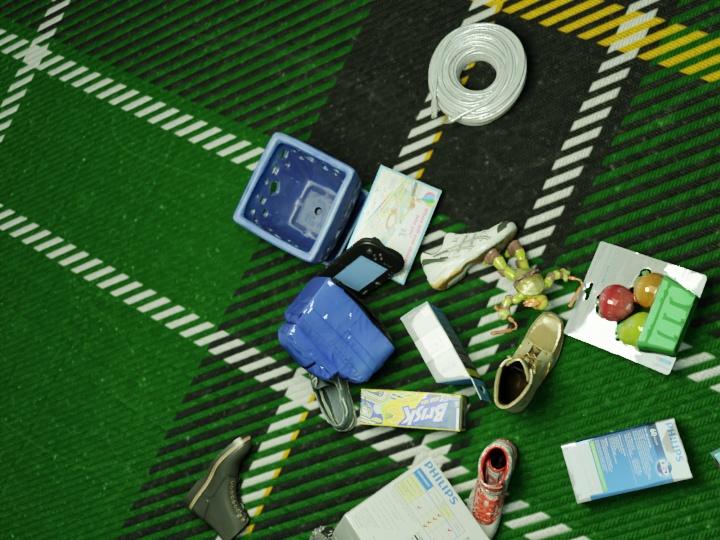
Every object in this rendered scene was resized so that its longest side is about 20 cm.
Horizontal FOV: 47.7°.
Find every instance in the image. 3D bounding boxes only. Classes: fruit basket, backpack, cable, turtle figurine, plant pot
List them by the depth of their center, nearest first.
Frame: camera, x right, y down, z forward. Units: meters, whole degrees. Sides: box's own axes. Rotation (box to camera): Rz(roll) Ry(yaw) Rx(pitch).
[{"bbox_3d":[0.491,0.065,1.462,0.199,0.093,0.187,21,87,35],"label":"fruit basket"},{"bbox_3d":[0.294,0.023,1.502,0.199,0.065,0.162,-30,55,-6],"label":"turtle figurine"},{"bbox_3d":[-0.047,0.129,1.558,0.200,0.162,0.168,42,84,-13],"label":"backpack"},{"bbox_3d":[0.233,-0.389,1.624,0.197,0.069,0.203,-7,78,16],"label":"cable"},{"bbox_3d":[-0.104,-0.129,1.629,0.198,0.180,0.202,27,89,21],"label":"plant pot"}]

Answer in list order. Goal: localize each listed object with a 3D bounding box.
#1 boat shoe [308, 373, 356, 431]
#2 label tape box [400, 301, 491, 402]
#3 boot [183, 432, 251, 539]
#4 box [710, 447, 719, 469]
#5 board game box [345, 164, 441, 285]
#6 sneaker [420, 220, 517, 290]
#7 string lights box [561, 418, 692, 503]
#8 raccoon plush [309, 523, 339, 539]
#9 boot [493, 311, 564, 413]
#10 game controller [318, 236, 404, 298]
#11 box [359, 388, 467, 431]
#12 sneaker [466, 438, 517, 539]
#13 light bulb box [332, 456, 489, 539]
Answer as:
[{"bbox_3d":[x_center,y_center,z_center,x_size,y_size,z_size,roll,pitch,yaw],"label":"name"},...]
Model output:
[{"bbox_3d":[-0.064,0.221,1.617,0.072,0.062,0.202,-25,74,13],"label":"boat shoe"},{"bbox_3d":[0.162,0.165,1.509,0.066,0.143,0.202,-30,73,10],"label":"label tape box"},{"bbox_3d":[-0.249,0.442,1.641,0.138,0.077,0.201,42,108,16],"label":"boot"},{"bbox_3d":[0.654,0.383,1.341,0.049,0.082,0.202,-30,72,11],"label":"box"},{"bbox_3d":[0.063,-0.090,1.623,0.133,0.034,0.202,23,88,1],"label":"board game box"},{"bbox_3d":[0.203,-0.050,1.570,0.199,0.076,0.088,-33,68,7],"label":"sneaker"},{"bbox_3d":[0.463,0.332,1.426,0.198,0.059,0.104,-17,76,15],"label":"string lights box"},{"bbox_3d":[-0.041,0.514,1.567,0.199,0.133,0.098,-19,90,47],"label":"raccoon plush"},{"bbox_3d":[0.301,0.160,1.458,0.072,0.155,0.201,30,89,21],"label":"boot"},{"bbox_3d":[0.000,0.000,1.577,0.104,0.200,0.042,34,52,-15],"label":"game controller"},{"bbox_3d":[0.101,0.266,1.554,0.197,0.064,0.071,1,81,18],"label":"box"},{"bbox_3d":[0.227,0.401,1.465,0.067,0.108,0.204,18,87,20],"label":"sneaker"},{"bbox_3d":[0.091,0.477,1.442,0.199,0.125,0.199,-27,69,-28],"label":"light bulb box"}]
